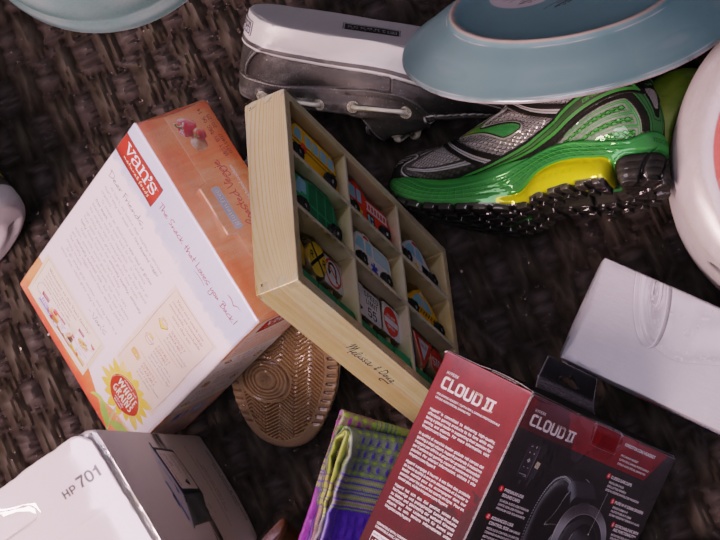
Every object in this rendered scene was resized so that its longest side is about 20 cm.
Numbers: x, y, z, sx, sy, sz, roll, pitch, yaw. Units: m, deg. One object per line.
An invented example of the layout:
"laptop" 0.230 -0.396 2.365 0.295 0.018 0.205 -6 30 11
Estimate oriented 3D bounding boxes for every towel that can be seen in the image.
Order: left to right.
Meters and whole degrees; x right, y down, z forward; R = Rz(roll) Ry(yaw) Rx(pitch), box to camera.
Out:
"towel" 0.011 0.194 0.984 0.023 0.143 0.201 10 82 46

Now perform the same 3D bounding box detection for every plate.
"plate" 0.119 -0.150 0.970 0.199 0.200 0.026 -10 119 9

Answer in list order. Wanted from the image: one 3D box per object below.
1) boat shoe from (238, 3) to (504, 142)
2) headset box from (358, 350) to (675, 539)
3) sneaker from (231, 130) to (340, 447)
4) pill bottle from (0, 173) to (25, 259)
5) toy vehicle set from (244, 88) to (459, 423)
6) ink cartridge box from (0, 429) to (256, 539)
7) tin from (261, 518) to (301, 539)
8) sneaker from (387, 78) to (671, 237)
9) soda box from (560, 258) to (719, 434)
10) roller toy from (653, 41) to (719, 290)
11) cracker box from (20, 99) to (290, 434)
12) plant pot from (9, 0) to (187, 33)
"boat shoe" 0.022 -0.117 1.044 0.199 0.071 0.064 13 114 5
"headset box" 0.084 0.148 0.957 0.077 0.148 0.201 23 89 46
"sneaker" -0.039 0.003 1.047 0.071 0.113 0.201 5 116 9
"pill bottle" -0.318 -0.076 1.072 0.111 0.111 0.200 -44 79 3
"toy vehicle set" 0.000 0.000 0.949 0.026 0.200 0.125 -20 56 22
"ink cartridge box" -0.161 0.166 0.977 0.146 0.200 0.086 -35 80 5
"tin" -0.087 0.242 1.002 0.042 0.112 0.201 34 92 1
"sneaker" 0.100 -0.070 0.992 0.199 0.078 0.086 -10 71 41
"soda box" 0.222 0.064 0.990 0.199 0.063 0.069 25 89 11
"roller toy" 0.271 -0.063 0.954 0.199 0.140 0.183 -24 82 6
"cracker box" -0.118 0.010 0.998 0.134 0.058 0.200 58 140 10
"plant pot" -0.183 -0.264 1.054 0.199 0.134 0.202 -1 84 10
